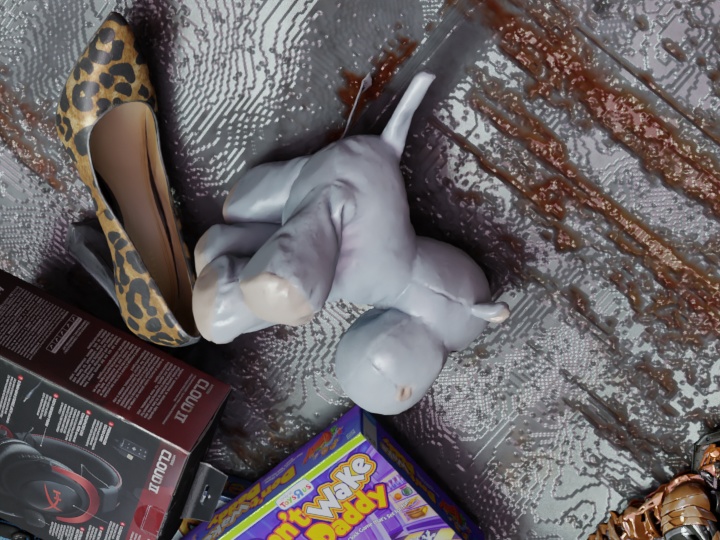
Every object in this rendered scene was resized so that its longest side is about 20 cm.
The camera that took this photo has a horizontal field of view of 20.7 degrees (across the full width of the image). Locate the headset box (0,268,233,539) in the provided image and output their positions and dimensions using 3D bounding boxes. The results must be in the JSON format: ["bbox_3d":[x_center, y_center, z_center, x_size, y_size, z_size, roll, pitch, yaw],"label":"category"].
[{"bbox_3d":[-0.184,0.111,1.310,0.200,0.075,0.149,26,131,5],"label":"headset box"}]

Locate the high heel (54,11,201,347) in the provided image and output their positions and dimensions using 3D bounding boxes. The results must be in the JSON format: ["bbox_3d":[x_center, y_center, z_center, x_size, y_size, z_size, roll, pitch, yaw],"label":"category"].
[{"bbox_3d":[-0.134,-0.054,1.263,0.143,0.071,0.200,40,134,37],"label":"high heel"}]

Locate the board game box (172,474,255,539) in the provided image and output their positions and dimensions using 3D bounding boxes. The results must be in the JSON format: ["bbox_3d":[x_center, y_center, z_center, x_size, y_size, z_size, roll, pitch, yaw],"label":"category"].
[{"bbox_3d":[-0.123,0.205,1.411,0.200,0.034,0.136,15,113,7],"label":"board game box"}]

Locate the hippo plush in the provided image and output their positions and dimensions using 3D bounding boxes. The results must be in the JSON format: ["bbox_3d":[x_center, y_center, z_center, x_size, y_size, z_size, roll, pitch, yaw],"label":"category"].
[{"bbox_3d":[0.000,0.000,1.269,0.161,0.159,0.200,43,72,-24],"label":"hippo plush"}]

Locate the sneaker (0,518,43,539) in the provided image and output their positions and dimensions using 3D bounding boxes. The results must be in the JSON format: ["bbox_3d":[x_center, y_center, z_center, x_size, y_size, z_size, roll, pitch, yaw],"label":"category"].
[{"bbox_3d":[-0.237,0.217,1.342,0.082,0.073,0.200,-52,55,15],"label":"sneaker"}]

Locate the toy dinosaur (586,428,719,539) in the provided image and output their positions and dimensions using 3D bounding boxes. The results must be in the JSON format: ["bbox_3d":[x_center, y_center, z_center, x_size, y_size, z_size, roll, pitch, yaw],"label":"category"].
[{"bbox_3d":[0.234,0.174,1.299,0.200,0.102,0.136,-17,91,37],"label":"toy dinosaur"}]

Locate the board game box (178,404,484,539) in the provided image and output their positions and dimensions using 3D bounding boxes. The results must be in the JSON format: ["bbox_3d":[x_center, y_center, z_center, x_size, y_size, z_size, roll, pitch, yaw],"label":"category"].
[{"bbox_3d":[-0.033,0.202,1.342,0.200,0.045,0.134,-38,108,15],"label":"board game box"}]
